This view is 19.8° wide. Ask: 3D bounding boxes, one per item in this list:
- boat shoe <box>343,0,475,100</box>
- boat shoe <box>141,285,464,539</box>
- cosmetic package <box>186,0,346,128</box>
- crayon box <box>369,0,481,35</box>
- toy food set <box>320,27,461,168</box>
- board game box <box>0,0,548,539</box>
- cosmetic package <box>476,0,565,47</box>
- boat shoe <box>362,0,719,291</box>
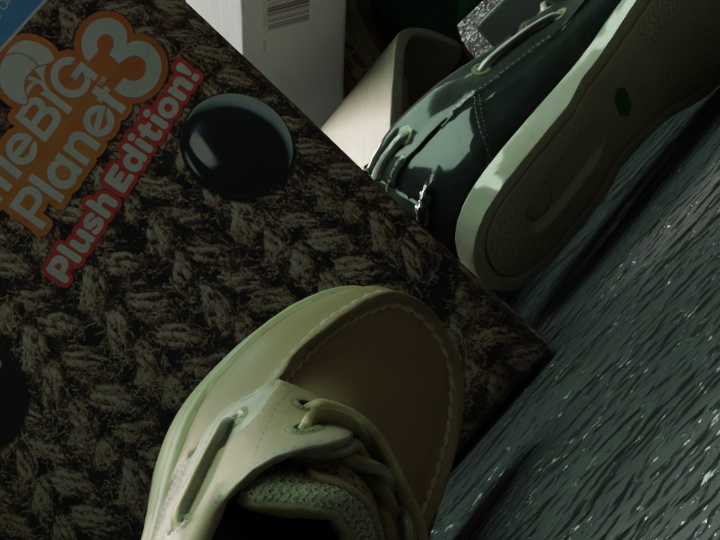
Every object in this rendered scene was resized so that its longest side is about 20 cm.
[{"bbox_3d":[0.026,-0.090,1.070,0.074,0.062,0.201,-55,-39,-29],"label":"boat shoe"},{"bbox_3d":[-0.014,0.064,0.448,0.065,0.072,0.200,-35,12,39],"label":"boat shoe"},{"bbox_3d":[-0.050,-0.138,0.949,0.051,0.152,0.200,-15,-25,-9],"label":"cosmetic package"},{"bbox_3d":[0.092,-0.191,0.926,0.127,0.051,0.200,-46,3,-37],"label":"crayon box"},{"bbox_3d":[-0.005,0.010,0.828,0.144,0.060,0.201,-48,23,32],"label":"toy food set"},{"bbox_3d":[-0.069,0.013,0.651,0.160,0.200,0.097,-48,2,-2],"label":"board game box"},{"bbox_3d":[0.117,-0.123,0.953,0.107,0.090,0.200,-46,-1,10],"label":"cosmetic package"},{"bbox_3d":[0.083,-0.081,0.737,0.200,0.067,0.072,-45,-42,-20],"label":"boat shoe"}]
